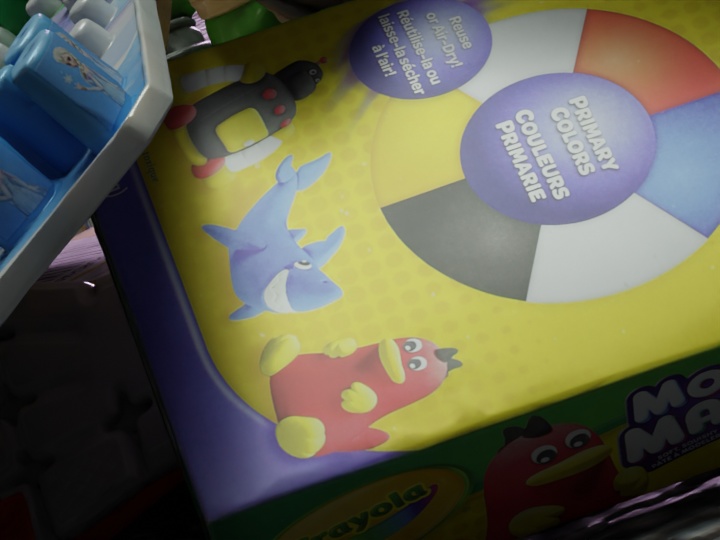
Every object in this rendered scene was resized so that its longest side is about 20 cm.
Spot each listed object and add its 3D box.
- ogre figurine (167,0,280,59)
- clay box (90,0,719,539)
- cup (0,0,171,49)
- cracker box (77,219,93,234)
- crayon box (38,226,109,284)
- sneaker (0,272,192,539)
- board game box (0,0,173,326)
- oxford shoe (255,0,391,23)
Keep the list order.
[{"bbox_3d":[-0.009,-0.054,0.911,0.200,0.120,0.098,-12,12,34],"label":"ogre figurine"},{"bbox_3d":[0.050,-0.014,0.603,0.200,0.048,0.115,-20,52,-5],"label":"clay box"},{"bbox_3d":[-0.129,-0.078,0.795,0.200,0.143,0.200,-13,52,17],"label":"cup"},{"bbox_3d":[-0.161,-0.017,0.929,0.058,0.134,0.200,-18,7,28],"label":"cracker box"},{"bbox_3d":[0.000,0.000,0.790,0.200,0.051,0.127,-13,11,32],"label":"crayon box"},{"bbox_3d":[-0.052,0.035,0.698,0.200,0.077,0.082,-16,-19,20],"label":"sneaker"},{"bbox_3d":[-0.113,0.013,0.600,0.200,0.026,0.200,-50,15,9],"label":"board game box"},{"bbox_3d":[0.005,-0.071,0.655,0.075,0.058,0.200,-14,-31,31],"label":"oxford shoe"}]
